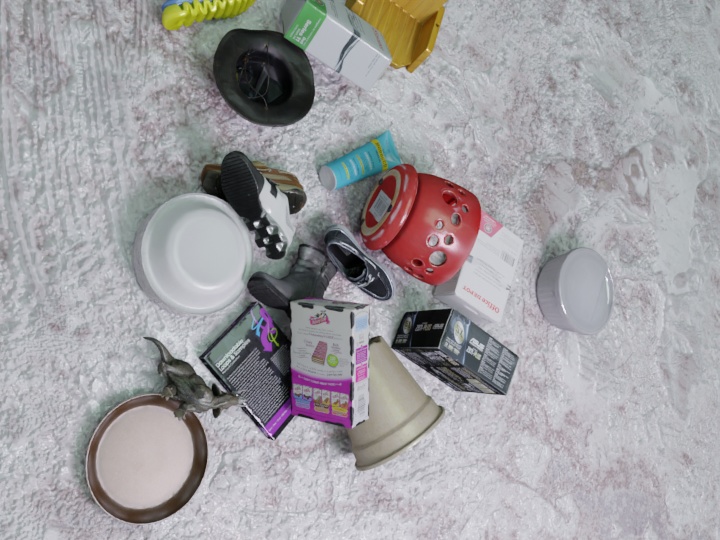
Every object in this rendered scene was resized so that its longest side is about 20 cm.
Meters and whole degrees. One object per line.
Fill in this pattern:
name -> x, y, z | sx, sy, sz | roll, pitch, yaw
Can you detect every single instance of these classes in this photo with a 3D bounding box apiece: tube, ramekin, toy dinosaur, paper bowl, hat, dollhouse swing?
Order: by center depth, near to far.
toy dinosaur -> -0.287, 0.188, 1.142 | 0.198, 0.102, 0.078 | 34, 90, 5
paper bowl -> -0.271, -0.027, 1.163 | 0.197, 0.104, 0.206 | 4, 82, -33
hat -> -0.183, -0.337, 1.265 | 0.196, 0.081, 0.206 | 8, 73, -28
tube -> 0.004, -0.216, 1.396 | 0.198, 0.050, 0.079 | -31, 108, -36
dollhouse swing -> 0.100, -0.548, 1.413 | 0.197, 0.174, 0.186 | 27, 71, -28
ramekin -> 0.507, 0.052, 1.656 | 0.198, 0.094, 0.208 | 4, 82, -32

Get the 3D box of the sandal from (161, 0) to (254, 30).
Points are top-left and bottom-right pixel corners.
sandal -> -0.269, -0.493, 1.232 | 0.197, 0.079, 0.089 | -23, 93, -33

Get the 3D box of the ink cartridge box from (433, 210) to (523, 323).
ink cartridge box -> 0.257, -0.005, 1.508 | 0.145, 0.082, 0.204 | 31, 69, -26

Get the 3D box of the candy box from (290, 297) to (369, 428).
candy box -> -0.053, 0.155, 1.201 | 0.061, 0.134, 0.206 | -13, 105, -57

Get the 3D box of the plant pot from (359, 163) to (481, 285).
plant pot -> 0.112, -0.099, 1.360 | 0.180, 0.199, 0.204 | 27, 71, -23

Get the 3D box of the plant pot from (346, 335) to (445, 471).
plant pot -> 0.029, 0.233, 1.291 | 0.199, 0.200, 0.186 | -31, 89, -31

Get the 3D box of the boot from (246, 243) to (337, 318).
boot -> -0.122, 0.009, 1.260 | 0.200, 0.068, 0.135 | 41, 60, -53

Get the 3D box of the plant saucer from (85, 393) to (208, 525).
plant saucer -> -0.344, 0.302, 1.123 | 0.196, 0.032, 0.206 | 4, 82, -33

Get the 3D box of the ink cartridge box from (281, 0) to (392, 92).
ink cartridge box -> -0.047, -0.449, 1.323 | 0.197, 0.083, 0.148 | 27, 30, -27

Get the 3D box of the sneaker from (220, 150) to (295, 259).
sneaker -> -0.171, -0.125, 1.191 | 0.203, 0.073, 0.089 | 67, 33, -31

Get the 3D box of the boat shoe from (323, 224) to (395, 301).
boat shoe -> 0.000, 0.000, 1.329 | 0.201, 0.071, 0.068 | 50, 21, -29

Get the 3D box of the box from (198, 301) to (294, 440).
box -> -0.174, 0.179, 1.243 | 0.143, 0.036, 0.202 | -46, 110, -28

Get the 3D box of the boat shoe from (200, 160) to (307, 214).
boat shoe -> -0.192, -0.157, 1.253 | 0.196, 0.076, 0.075 | 12, 47, -32

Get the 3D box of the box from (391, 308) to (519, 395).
box -> 0.190, 0.165, 1.400 | 0.198, 0.163, 0.088 | 35, 69, -24
